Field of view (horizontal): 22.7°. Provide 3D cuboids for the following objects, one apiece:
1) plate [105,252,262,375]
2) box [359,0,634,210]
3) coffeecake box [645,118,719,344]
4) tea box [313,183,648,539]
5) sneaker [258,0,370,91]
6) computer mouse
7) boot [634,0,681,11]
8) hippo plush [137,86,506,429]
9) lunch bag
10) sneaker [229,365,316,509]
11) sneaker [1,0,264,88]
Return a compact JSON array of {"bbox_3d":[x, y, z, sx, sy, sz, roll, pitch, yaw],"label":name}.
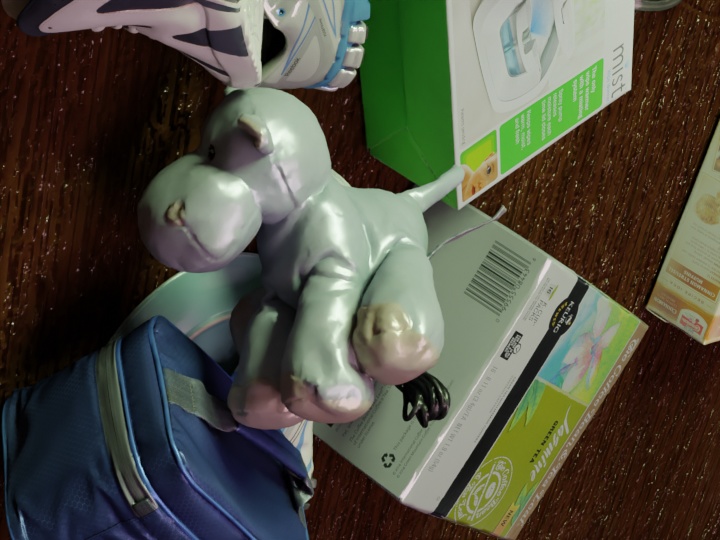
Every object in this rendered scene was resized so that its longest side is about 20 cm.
[{"bbox_3d":[-0.107,0.082,1.195,0.200,0.026,0.201,-33,141,-31],"label":"plate"},{"bbox_3d":[0.088,-0.175,1.160,0.176,0.097,0.201,-33,139,-27],"label":"box"},{"bbox_3d":[0.360,-0.045,1.631,0.153,0.073,0.201,-10,126,-47],"label":"coffeecake box"},{"bbox_3d":[0.080,0.070,1.321,0.201,0.133,0.196,-58,147,3],"label":"tea box"},{"bbox_3d":[-0.035,-0.184,1.021,0.086,0.075,0.201,-18,131,-35],"label":"sneaker"},{"bbox_3d":[0.000,0.000,1.156,0.044,0.110,0.201,-28,117,3],"label":"computer mouse"},{"bbox_3d":[0.226,-0.291,1.274,0.199,0.069,0.175,-34,136,-36],"label":"boot"},{"bbox_3d":[-0.032,-0.021,1.010,0.200,0.159,0.161,-41,118,0],"label":"hippo plush"},{"bbox_3d":[-0.107,0.133,1.079,0.132,0.137,0.200,-27,138,15],"label":"lunch bag"},{"bbox_3d":[-0.062,0.100,1.193,0.072,0.072,0.201,-3,125,-25],"label":"sneaker"},{"bbox_3d":[-0.122,-0.151,0.926,0.199,0.128,0.080,58,32,-77],"label":"sneaker"}]
